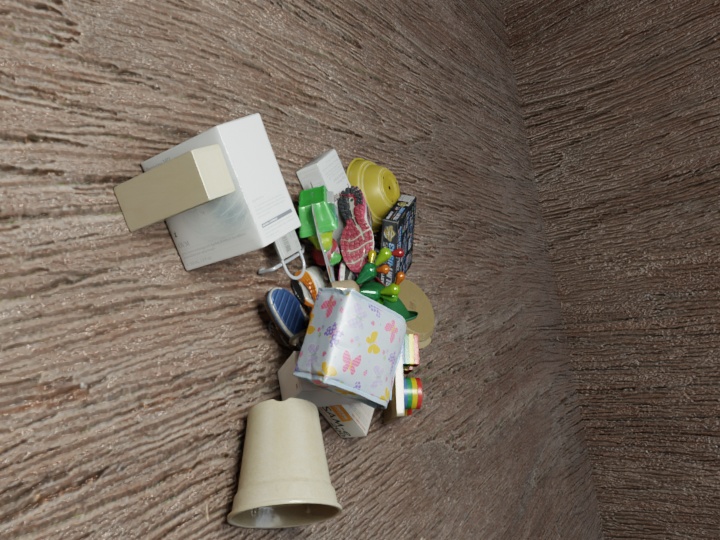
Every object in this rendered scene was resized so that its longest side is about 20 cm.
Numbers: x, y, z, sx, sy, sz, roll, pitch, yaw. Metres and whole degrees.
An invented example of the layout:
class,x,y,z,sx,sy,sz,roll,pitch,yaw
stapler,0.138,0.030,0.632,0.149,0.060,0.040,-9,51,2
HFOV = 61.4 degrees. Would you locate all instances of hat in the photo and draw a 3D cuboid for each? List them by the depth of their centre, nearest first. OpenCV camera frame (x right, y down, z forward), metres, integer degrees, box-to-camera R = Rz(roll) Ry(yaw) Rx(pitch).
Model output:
class,x,y,z,sx,sy,sz,roll,pitch,yaw
hat,0.033,0.031,1.432,0.164,0.196,0.182,-12,95,-51

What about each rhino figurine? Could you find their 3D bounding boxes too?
class,x,y,z,sx,sy,sz,roll,pitch,yaw
rhino figurine,-0.072,0.114,1.185,0.198,0.085,0.062,-19,102,-58

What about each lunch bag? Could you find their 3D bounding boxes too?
class,x,y,z,sx,sy,sz,roll,pitch,yaw
lunch bag,-0.006,0.146,1.104,0.197,0.125,0.174,27,72,-37

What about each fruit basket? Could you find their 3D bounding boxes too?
class,x,y,z,sx,sy,sz,roll,pitch,yaw
fruit basket,-0.075,-0.075,1.326,0.186,0.091,0.204,-98,169,-65

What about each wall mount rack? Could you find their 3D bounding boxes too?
class,x,y,z,sx,sy,sz,roll,pitch,yaw
wall mount rack,-0.166,-0.083,1.258,0.173,0.073,0.205,-34,108,-52

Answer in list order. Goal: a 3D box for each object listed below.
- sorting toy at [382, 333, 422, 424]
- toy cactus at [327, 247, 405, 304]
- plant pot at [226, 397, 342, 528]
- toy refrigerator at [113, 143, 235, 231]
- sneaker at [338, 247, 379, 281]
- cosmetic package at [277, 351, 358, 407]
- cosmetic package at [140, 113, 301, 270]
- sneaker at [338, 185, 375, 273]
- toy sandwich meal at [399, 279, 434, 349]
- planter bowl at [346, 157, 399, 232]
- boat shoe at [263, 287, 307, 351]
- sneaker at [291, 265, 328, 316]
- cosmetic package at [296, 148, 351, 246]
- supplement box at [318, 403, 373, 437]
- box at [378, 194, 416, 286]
class,x,y,z,sx,sy,sz,roll,pitch,yaw
sorting toy,0.099,0.253,1.444,0.201,0.067,0.205,111,-20,-70
toy cactus,0.007,0.038,1.288,0.161,0.204,0.103,5,33,-25
plant pot,-0.135,0.338,1.075,0.199,0.197,0.188,34,40,-46
toy refrigerator,-0.293,-0.128,0.954,0.070,0.196,0.078,-34,106,-55
sneaker,0.000,0.000,1.394,0.202,0.085,0.075,-70,171,-52
cosmetic package,-0.055,0.216,1.210,0.195,0.108,0.087,3,59,-30
cosmetic package,-0.238,-0.131,1.039,0.123,0.195,0.205,-36,109,-55
sneaker,0.001,-0.088,1.367,0.075,0.078,0.206,46,37,-60
toy sandwich meal,0.122,0.118,1.629,0.202,0.070,0.210,25,46,-28
planter bowl,0.049,-0.211,1.616,0.199,0.082,0.207,26,58,-52
boat shoe,-0.146,0.114,1.214,0.202,0.071,0.073,59,39,-36
sneaker,-0.078,0.083,1.335,0.092,0.074,0.205,-36,111,-59
cosmetic package,-0.066,-0.169,1.436,0.204,0.073,0.102,64,36,-18
supplement box,-0.017,0.252,1.365,0.127,0.072,0.203,55,39,-31
box,0.097,-0.070,1.583,0.199,0.048,0.206,-51,147,-58
